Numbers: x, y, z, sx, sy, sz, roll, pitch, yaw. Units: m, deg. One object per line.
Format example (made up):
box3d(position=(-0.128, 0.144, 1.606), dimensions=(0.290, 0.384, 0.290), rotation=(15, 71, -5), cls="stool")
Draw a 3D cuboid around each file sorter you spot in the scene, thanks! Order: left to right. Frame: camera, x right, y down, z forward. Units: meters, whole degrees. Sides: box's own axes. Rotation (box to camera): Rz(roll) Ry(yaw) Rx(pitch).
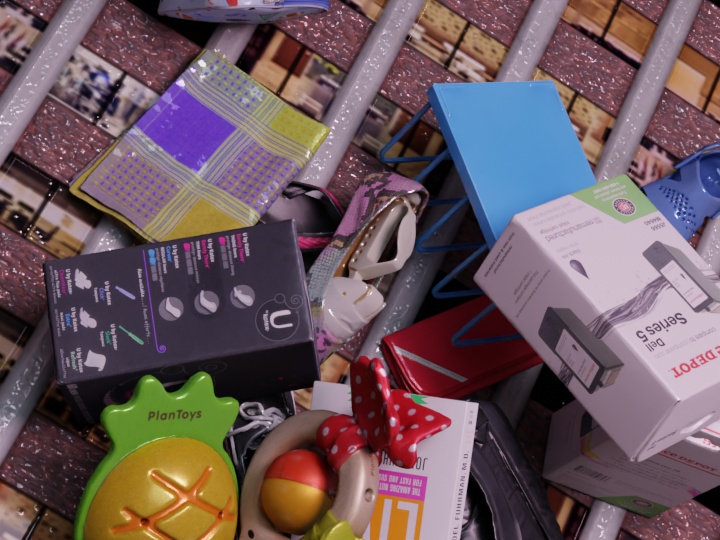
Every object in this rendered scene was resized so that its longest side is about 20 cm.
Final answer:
box3d(position=(0.120, -0.049, 1.704), dimensions=(0.139, 0.123, 0.200), rotation=(-5, 66, -37), cls="file sorter")

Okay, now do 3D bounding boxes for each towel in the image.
box3d(position=(-0.135, -0.093, 1.668), dimensions=(0.144, 0.023, 0.200), rotation=(37, 62, 11), cls="towel")

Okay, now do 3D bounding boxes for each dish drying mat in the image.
box3d(position=(0.114, 0.061, 1.737), dimensions=(0.200, 0.018, 0.077), rotation=(-21, 78, -29), cls="dish drying mat")

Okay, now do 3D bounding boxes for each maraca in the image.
box3d(position=(-0.153, 0.172, 1.499), dimensions=(0.137, 0.107, 0.200), rotation=(-3, 111, -34), cls="maraca")

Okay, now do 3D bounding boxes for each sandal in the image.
box3d(position=(-0.054, -0.046, 1.690), dimensions=(0.200, 0.045, 0.075), rotation=(25, 60, -12), cls="sandal")
box3d(position=(0.299, -0.064, 1.829), dimensions=(0.200, 0.087, 0.080), rotation=(-40, 90, -29), cls="sandal")

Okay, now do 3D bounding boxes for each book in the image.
box3d(position=(0.016, 0.194, 1.533), dimensions=(0.048, 0.133, 0.200), rotation=(14, 82, -63), cls="book")

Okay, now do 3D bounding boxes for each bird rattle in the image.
box3d(position=(-0.030, 0.162, 1.484), dimensions=(0.113, 0.163, 0.200), rotation=(16, 77, -49), cls="bird rattle")

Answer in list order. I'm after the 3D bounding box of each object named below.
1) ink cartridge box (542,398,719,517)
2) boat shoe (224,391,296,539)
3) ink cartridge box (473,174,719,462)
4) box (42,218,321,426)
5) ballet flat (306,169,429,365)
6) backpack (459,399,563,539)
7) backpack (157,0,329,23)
box3d(position=(0.252, 0.139, 1.660), dimensions=(0.117, 0.200, 0.067), rotation=(22, 63, -15), cls="ink cartridge box")
box3d(position=(-0.080, 0.140, 1.592), dimensions=(0.073, 0.068, 0.200), rotation=(9, 67, -20), cls="boat shoe")
box3d(position=(0.212, 0.035, 1.547), dimensions=(0.145, 0.084, 0.200), rotation=(-21, 62, -41), cls="ink cartridge box")
box3d(position=(-0.137, 0.043, 1.537), dimensions=(0.200, 0.122, 0.106), rotation=(-10, 70, -1), cls="box")
box3d(position=(0.000, 0.000, 1.638), dimensions=(0.069, 0.071, 0.200), rotation=(52, 57, -42), cls="ballet flat")
box3d(position=(0.085, 0.209, 1.593), dimensions=(0.167, 0.126, 0.200), rotation=(-17, 84, -60), cls="backpack")
box3d(position=(-0.088, -0.290, 1.698), dimensions=(0.190, 0.200, 0.154), rotation=(-14, 106, -35), cls="backpack")
